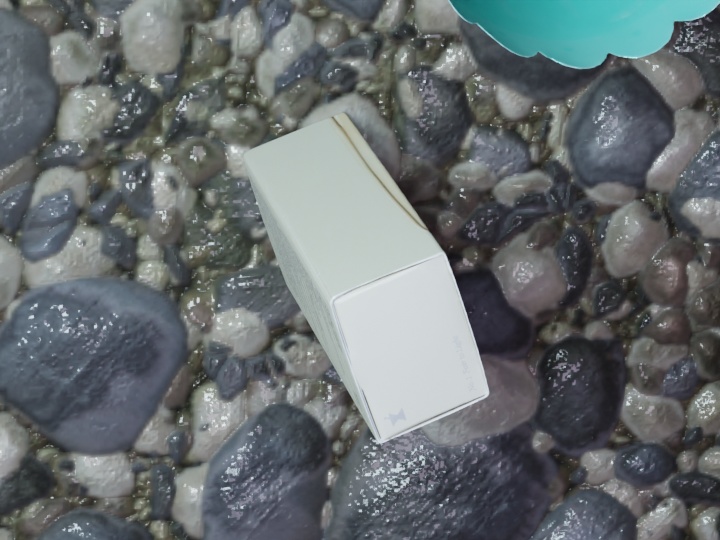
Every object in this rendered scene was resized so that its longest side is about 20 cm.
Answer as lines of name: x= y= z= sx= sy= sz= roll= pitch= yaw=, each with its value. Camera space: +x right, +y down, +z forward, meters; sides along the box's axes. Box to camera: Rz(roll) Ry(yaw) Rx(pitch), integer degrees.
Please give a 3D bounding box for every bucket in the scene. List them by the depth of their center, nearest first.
bucket: x=0.112 y=-0.229 z=1.419 sx=0.206 sy=0.135 sz=0.208 roll=-8 pitch=119 yaw=-15

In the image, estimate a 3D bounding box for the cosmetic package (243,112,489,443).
cosmetic package: x=0.000 y=0.000 z=1.462 sx=0.073 sy=0.200 sz=0.104 roll=-23 pitch=122 yaw=-7
